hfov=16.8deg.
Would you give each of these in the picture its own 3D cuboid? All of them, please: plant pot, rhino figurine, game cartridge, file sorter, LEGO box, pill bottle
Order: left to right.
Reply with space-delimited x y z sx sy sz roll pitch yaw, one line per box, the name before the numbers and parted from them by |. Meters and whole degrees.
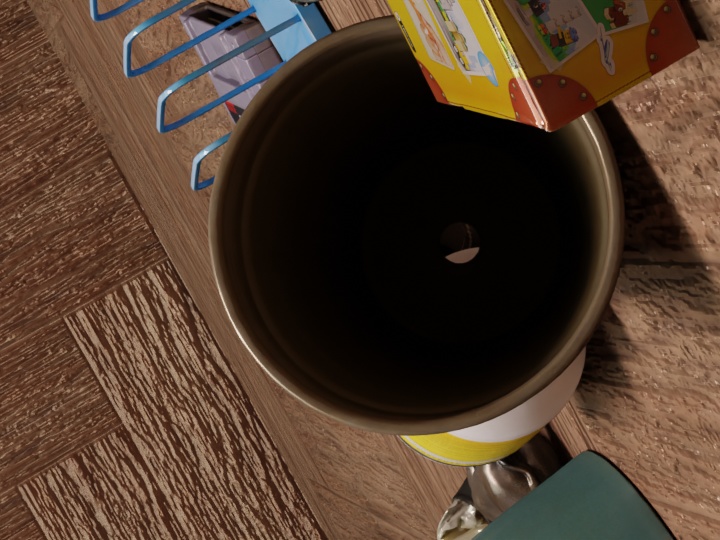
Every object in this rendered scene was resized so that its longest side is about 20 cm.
file sorter | -0.109 -0.174 1.666 0.200 0.122 0.139 60 170 5
game cartridge | -0.086 -0.142 1.921 0.130 0.038 0.200 67 169 -16
plant pot | 0.039 -0.017 1.228 0.200 0.200 0.174 59 -174 8
LEGO box | 0.042 -0.167 1.014 0.201 0.077 0.149 63 170 -15
pill bottle | 0.070 0.049 1.419 0.112 0.112 0.200 59 171 7
rhino figurine | 0.103 0.146 1.707 0.088 0.060 0.200 53 172 13
plant pot | 0.127 0.241 1.555 0.201 0.161 0.201 58 171 15

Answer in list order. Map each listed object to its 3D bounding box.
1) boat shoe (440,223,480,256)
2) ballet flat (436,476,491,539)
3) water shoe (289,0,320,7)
boat shoe | 0.045 -0.025 1.491 0.072 0.059 0.200 61 171 1
ballet flat | 0.097 0.199 1.872 0.068 0.068 0.200 61 171 -7
water shoe | -0.019 -0.180 1.298 0.072 0.079 0.200 60 171 -2
